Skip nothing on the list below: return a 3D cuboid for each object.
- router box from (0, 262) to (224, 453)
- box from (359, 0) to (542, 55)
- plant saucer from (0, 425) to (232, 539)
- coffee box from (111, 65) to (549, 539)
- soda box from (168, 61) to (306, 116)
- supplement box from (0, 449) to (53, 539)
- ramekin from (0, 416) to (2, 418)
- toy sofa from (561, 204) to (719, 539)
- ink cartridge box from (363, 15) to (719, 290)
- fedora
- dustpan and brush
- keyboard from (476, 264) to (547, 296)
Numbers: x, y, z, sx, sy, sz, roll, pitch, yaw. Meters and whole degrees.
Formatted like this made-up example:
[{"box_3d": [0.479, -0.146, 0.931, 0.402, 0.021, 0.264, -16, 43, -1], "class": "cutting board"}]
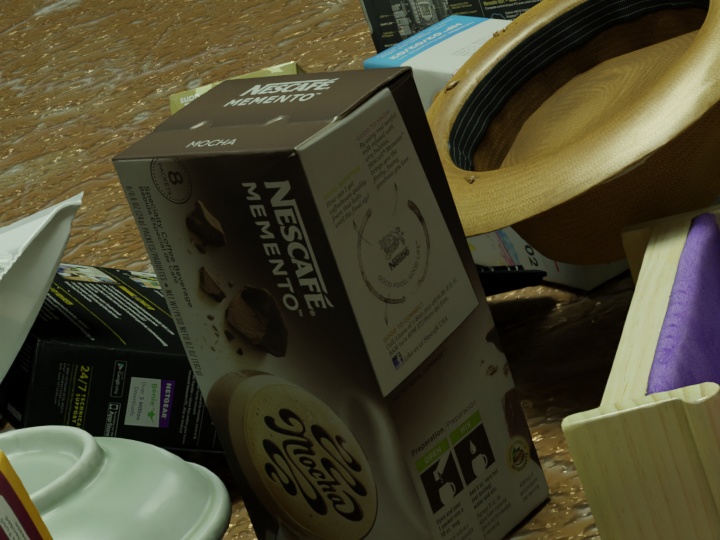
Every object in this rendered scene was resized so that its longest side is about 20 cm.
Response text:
[{"box_3d": [-0.118, 0.039, 1.316, 0.148, 0.051, 0.200, 6, 10, -23], "class": "router box"}, {"box_3d": [0.100, -0.136, 1.506, 0.199, 0.161, 0.044, -6, 23, 35], "class": "box"}, {"box_3d": [-0.155, 0.110, 1.139, 0.199, 0.051, 0.200, -15, 17, 5], "class": "plant saucer"}, {"box_3d": [-0.011, 0.023, 1.129, 0.113, 0.201, 0.080, 1, 28, 43], "class": "coffee box"}, {"box_3d": [-0.025, -0.036, 1.340, 0.067, 0.064, 0.200, -14, -20, 15], "class": "soda box"}, {"box_3d": [-0.153, 0.174, 0.936, 0.085, 0.111, 0.201, -16, 34, 14], "class": "supplement box"}, {"box_3d": [-0.282, 0.051, 1.461, 0.199, 0.098, 0.200, -17, 20, 6], "class": "ramekin"}, {"box_3d": [0.151, 0.044, 1.099, 0.097, 0.083, 0.200, -14, 20, 19], "class": "toy sofa"}, {"box_3d": [0.093, -0.061, 1.379, 0.068, 0.116, 0.200, -28, 21, -25], "class": "ink cartridge box"}, {"box_3d": [0.115, -0.064, 1.233, 0.200, 0.082, 0.201, -29, 29, 18], "class": "fedora"}, {"box_3d": [-0.205, 0.053, 1.217, 0.139, 0.057, 0.201, -17, 51, 57], "class": "dustpan and brush"}, {"box_3d": [0.000, 0.000, 1.294, 0.104, 0.040, 0.200, -14, -7, 32], "class": "keyboard"}]
